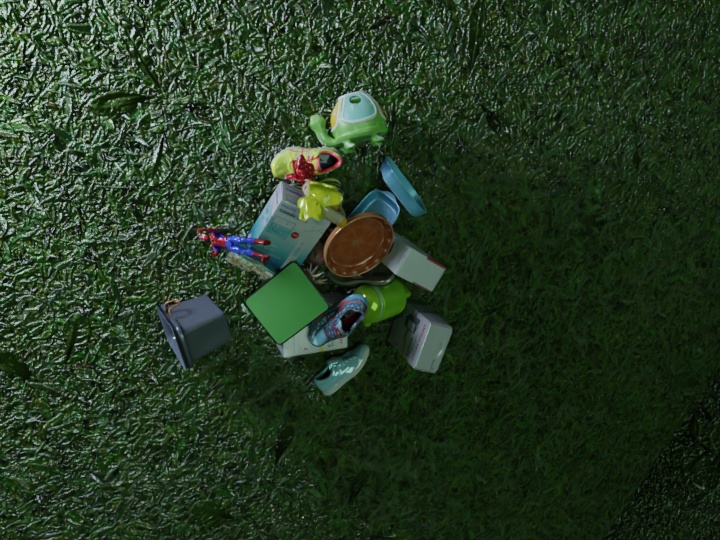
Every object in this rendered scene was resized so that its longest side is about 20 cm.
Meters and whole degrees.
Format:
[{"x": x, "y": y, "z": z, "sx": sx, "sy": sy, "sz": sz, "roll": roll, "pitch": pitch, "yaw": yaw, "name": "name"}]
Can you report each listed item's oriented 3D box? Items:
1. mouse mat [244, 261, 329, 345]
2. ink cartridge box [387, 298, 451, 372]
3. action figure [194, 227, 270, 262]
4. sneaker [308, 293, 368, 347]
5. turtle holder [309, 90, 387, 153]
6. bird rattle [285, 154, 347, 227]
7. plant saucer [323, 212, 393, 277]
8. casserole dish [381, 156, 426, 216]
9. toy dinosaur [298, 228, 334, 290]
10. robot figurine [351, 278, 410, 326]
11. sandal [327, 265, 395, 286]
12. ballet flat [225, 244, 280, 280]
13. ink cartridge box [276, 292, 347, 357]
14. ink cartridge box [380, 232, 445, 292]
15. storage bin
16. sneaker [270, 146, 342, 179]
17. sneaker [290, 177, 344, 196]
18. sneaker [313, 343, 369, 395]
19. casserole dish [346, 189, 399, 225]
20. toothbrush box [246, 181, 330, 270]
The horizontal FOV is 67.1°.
[{"x": -0.197, "y": 0.090, "z": 1.447, "sx": 0.198, "sy": 0.008, "sz": 0.162, "roll": -36, "pitch": 98, "yaw": 19, "name": "mouse mat"}, {"x": 0.174, "y": 0.191, "z": 1.627, "sx": 0.086, "sy": 0.200, "sz": 0.148, "roll": 13, "pitch": 104, "yaw": -26, "name": "ink cartridge box"}, {"x": -0.329, "y": -0.063, "z": 1.335, "sx": 0.099, "sy": 0.196, "sz": 0.067, "roll": -19, "pitch": 119, "yaw": -64, "name": "action figure"}, {"x": -0.065, "y": 0.143, "z": 1.459, "sx": 0.199, "sy": 0.096, "sz": 0.079, "roll": -40, "pitch": 110, "yaw": 14, "name": "sneaker"}, {"x": -0.025, "y": -0.378, "z": 1.399, "sx": 0.181, "sy": 0.141, "sz": 0.135, "roll": -11, "pitch": 97, "yaw": 21, "name": "turtle holder"}, {"x": -0.105, "y": -0.175, "z": 1.317, "sx": 0.113, "sy": 0.200, "sz": 0.162, "roll": -47, "pitch": 127, "yaw": 7, "name": "bird rattle"}, {"x": -0.006, "y": -0.069, "z": 1.416, "sx": 0.196, "sy": 0.033, "sz": 0.203, "roll": -19, "pitch": 139, "yaw": -17, "name": "plant saucer"}, {"x": 0.115, "y": -0.227, "z": 1.507, "sx": 0.038, "sy": 0.122, "sz": 0.200, "roll": -34, "pitch": 120, "yaw": 17, "name": "casserole dish"}, {"x": -0.110, "y": -0.039, "z": 1.455, "sx": 0.084, "sy": 0.137, "sz": 0.202, "roll": 18, "pitch": 121, "yaw": -16, "name": "toy dinosaur"}, {"x": 0.054, "y": 0.085, "z": 1.576, "sx": 0.197, "sy": 0.116, "sz": 0.177, "roll": -15, "pitch": 143, "yaw": -41, "name": "robot figurine"}, {"x": 0.001, "y": -0.001, "z": 1.519, "sx": 0.058, "sy": 0.196, "sz": 0.081, "roll": 67, "pitch": 32, "yaw": -47, "name": "sandal"}, {"x": -0.272, "y": -0.014, "z": 1.453, "sx": 0.198, "sy": 0.077, "sz": 0.064, "roll": 32, "pitch": 125, "yaw": -25, "name": "ballet flat"}, {"x": -0.138, "y": 0.152, "z": 1.550, "sx": 0.196, "sy": 0.087, "sz": 0.149, "roll": -6, "pitch": 110, "yaw": -23, "name": "ink cartridge box"}, {"x": 0.123, "y": -0.037, "z": 1.530, "sx": 0.144, "sy": 0.200, "sz": 0.084, "roll": 25, "pitch": 100, "yaw": -32, "name": "ink cartridge box"}, {"x": -0.419, "y": 0.133, "z": 1.368, "sx": 0.132, "sy": 0.199, "sz": 0.149, "roll": -23, "pitch": 117, "yaw": -26, "name": "storage bin"}, {"x": -0.135, "y": -0.279, "z": 1.396, "sx": 0.196, "sy": 0.090, "sz": 0.080, "roll": -17, "pitch": 115, "yaw": -16, "name": "sneaker"}, {"x": -0.132, "y": -0.196, "z": 1.430, "sx": 0.196, "sy": 0.085, "sz": 0.076, "roll": -22, "pitch": 115, "yaw": -15, "name": "sneaker"}, {"x": -0.059, "y": 0.287, "z": 1.640, "sx": 0.200, "sy": 0.074, "sz": 0.082, "roll": -46, "pitch": 122, "yaw": -4, "name": "sneaker"}, {"x": 0.028, "y": -0.131, "z": 1.516, "sx": 0.201, "sy": 0.121, "sz": 0.039, "roll": -49, "pitch": 156, "yaw": -2, "name": "casserole dish"}, {"x": -0.186, "y": -0.105, "z": 1.395, "sx": 0.144, "sy": 0.086, "sz": 0.201, "roll": 22, "pitch": 124, "yaw": -28, "name": "toothbrush box"}]
